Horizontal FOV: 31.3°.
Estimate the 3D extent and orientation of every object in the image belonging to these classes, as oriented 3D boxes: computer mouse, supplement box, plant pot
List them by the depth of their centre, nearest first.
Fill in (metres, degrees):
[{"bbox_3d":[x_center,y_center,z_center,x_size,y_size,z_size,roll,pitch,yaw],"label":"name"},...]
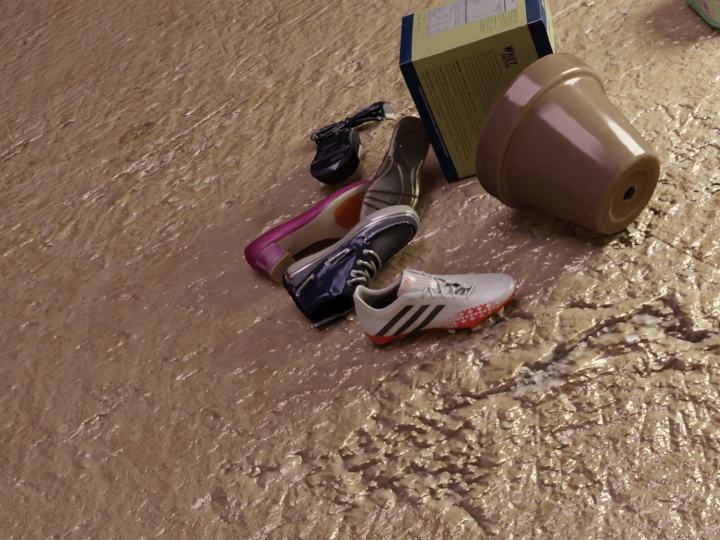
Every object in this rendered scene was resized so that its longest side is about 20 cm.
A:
[{"bbox_3d":[0.268,-0.138,1.569,0.200,0.201,0.174,-39,54,-17],"label":"plant pot"},{"bbox_3d":[0.178,-0.261,1.747,0.197,0.201,0.135,-15,37,16],"label":"supplement box"},{"bbox_3d":[-0.006,-0.185,1.909,0.139,0.046,0.201,-25,23,10],"label":"computer mouse"}]

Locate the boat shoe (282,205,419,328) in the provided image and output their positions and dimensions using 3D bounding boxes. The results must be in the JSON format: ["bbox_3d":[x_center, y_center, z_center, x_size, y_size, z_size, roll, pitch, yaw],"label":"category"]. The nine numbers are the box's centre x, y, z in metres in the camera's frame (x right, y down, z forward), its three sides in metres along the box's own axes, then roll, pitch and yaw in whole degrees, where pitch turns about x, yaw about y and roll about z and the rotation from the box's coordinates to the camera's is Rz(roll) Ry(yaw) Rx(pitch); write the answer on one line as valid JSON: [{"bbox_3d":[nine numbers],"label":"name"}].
[{"bbox_3d":[0.000,0.000,1.656,0.199,0.075,0.093,-32,42,4],"label":"boat shoe"}]

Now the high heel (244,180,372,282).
[{"bbox_3d":[-0.072,-0.066,1.787,0.200,0.068,0.096,-45,40,-9],"label":"high heel"}]

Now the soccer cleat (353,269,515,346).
[{"bbox_3d":[0.086,0.032,1.536,0.197,0.086,0.069,-14,36,18],"label":"soccer cleat"}]

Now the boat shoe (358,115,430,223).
[{"bbox_3d":[0.049,-0.113,1.765,0.071,0.066,0.203,17,68,4],"label":"boat shoe"}]

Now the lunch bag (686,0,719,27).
[{"bbox_3d":[0.560,-0.432,1.826,0.198,0.078,0.161,-25,34,2],"label":"lunch bag"}]
